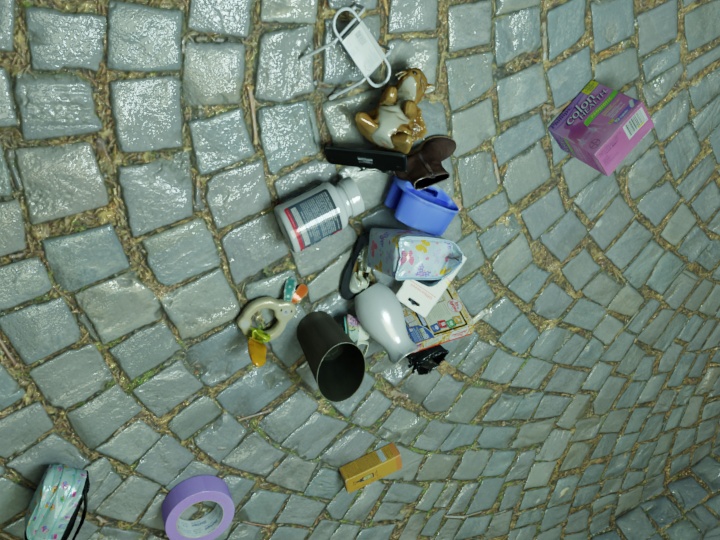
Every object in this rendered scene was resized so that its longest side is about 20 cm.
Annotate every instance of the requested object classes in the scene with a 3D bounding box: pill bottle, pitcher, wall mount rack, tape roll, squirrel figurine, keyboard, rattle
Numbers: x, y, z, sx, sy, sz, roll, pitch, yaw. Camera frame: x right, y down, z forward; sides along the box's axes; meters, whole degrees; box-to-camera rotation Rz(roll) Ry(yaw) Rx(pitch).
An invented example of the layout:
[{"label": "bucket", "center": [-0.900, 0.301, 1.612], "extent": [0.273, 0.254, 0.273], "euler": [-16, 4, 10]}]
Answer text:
[{"label": "pill bottle", "center": [-0.094, -0.137, 1.643], "extent": [0.196, 0.120, 0.122], "euler": [-27, 127, -10]}, {"label": "pitcher", "center": [0.063, 0.142, 1.861], "extent": [0.119, 0.172, 0.203], "euler": [-30, 87, -11]}, {"label": "wall mount rack", "center": [-0.027, -0.470, 1.518], "extent": [0.174, 0.075, 0.200], "euler": [-45, 128, -2]}, {"label": "tape roll", "center": [-0.459, 0.680, 1.965], "extent": [0.195, 0.066, 0.205], "euler": [-13, 122, -21]}, {"label": "squirrel figurine", "center": [0.093, -0.368, 1.613], "extent": [0.191, 0.138, 0.200], "euler": [-65, 167, -11]}, {"label": "keyboard", "center": [0.015, -0.268, 1.625], "extent": [0.194, 0.041, 0.104], "euler": [9, 160, 8]}, {"label": "rattle", "center": [-0.205, 0.123, 1.731], "extent": [0.196, 0.143, 0.132], "euler": [-29, 109, -2]}]

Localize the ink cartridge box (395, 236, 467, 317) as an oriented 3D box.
[{"label": "ink cartridge box", "center": [0.185, 0.010, 1.890], "extent": [0.114, 0.068, 0.202], "euler": [32, 101, -14]}]

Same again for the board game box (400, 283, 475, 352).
[{"label": "board game box", "center": [0.199, 0.130, 1.933], "extent": [0.195, 0.154, 0.047], "euler": [-14, 145, -19]}]

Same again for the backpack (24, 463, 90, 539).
[{"label": "backpack", "center": [-0.744, 0.579, 1.702], "extent": [0.124, 0.167, 0.204], "euler": [22, 100, -30]}]

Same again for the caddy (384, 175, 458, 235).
[{"label": "caddy", "center": [0.156, -0.174, 1.743], "extent": [0.196, 0.142, 0.107], "euler": [15, 116, -34]}]

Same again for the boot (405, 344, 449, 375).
[{"label": "boot", "center": [0.196, 0.192, 1.963], "extent": [0.195, 0.163, 0.074], "euler": [-32, 130, -7]}]

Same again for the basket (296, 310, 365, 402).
[{"label": "basket", "center": [-0.084, 0.208, 1.800], "extent": [0.132, 0.200, 0.185], "euler": [-13, 123, -19]}]

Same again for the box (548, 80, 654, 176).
[{"label": "box", "center": [0.632, -0.379, 1.835], "extent": [0.176, 0.201, 0.096], "euler": [-47, 128, 6]}]

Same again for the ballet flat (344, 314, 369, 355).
[{"label": "ballet flat", "center": [-0.011, 0.191, 1.891], "extent": [0.069, 0.070, 0.203], "euler": [1, 135, -1]}]

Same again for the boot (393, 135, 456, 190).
[{"label": "boot", "center": [0.179, -0.256, 1.688], "extent": [0.195, 0.167, 0.074], "euler": [-19, 126, -16]}]

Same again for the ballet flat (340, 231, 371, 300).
[{"label": "ballet flat", "center": [0.000, 0.000, 1.807], "extent": [0.071, 0.073, 0.205], "euler": [7, 115, -30]}]

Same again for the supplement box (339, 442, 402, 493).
[{"label": "supplement box", "center": [0.033, 0.622, 2.192], "extent": [0.196, 0.069, 0.068], "euler": [-22, 125, -17]}]

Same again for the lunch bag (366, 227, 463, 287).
[{"label": "lunch bag", "center": [0.137, -0.035, 1.721], "extent": [0.195, 0.169, 0.131], "euler": [0, 101, -27]}]
